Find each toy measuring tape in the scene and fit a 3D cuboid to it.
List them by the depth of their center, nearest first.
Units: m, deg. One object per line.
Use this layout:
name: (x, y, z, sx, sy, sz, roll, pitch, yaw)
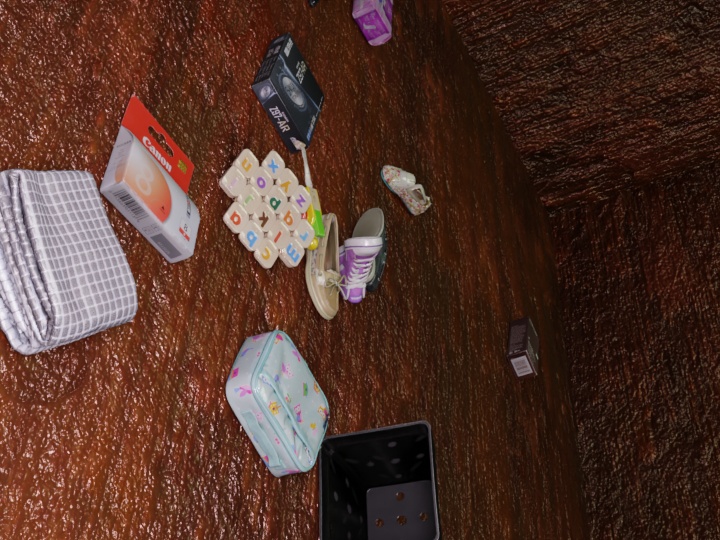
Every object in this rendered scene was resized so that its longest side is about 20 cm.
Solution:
toy measuring tape: (-0.115, -0.133, 1.664, 0.073, 0.072, 0.205, 10, 66, -65)

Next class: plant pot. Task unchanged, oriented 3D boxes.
plant pot: (0.050, 0.395, 1.529, 0.178, 0.196, 0.203, 59, 23, -54)

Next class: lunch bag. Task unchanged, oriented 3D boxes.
lunch bag: (-0.122, 0.208, 1.386, 0.202, 0.076, 0.161, 62, 24, -25)

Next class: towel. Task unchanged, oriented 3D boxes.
towel: (-0.343, -0.021, 1.023, 0.165, 0.084, 0.204, -23, 95, -69)

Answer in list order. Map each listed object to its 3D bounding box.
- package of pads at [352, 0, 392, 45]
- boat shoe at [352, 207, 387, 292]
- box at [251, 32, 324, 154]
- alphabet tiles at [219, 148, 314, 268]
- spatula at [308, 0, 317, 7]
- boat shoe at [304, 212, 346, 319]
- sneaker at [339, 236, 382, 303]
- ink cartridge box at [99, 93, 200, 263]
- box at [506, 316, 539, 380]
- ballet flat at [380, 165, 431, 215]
package of pads: (0.035, -0.713, 2.432, 0.121, 0.074, 0.203, 50, 31, -40)
boat shoe: (0.026, -0.041, 1.925, 0.066, 0.073, 0.202, 53, 30, -43)
box: (-0.140, -0.355, 1.799, 0.162, 0.043, 0.202, 59, 26, -31)
alphabet tiles: (-0.157, -0.105, 1.546, 0.201, 0.014, 0.197, 51, 43, -24)
spatula: (-0.094, -0.656, 2.155, 0.057, 0.020, 0.201, 58, 27, -20)
boat shoe: (-0.065, -0.010, 1.700, 0.073, 0.062, 0.205, 23, 53, -62)
sneaker: (0.001, 0.000, 1.734, 0.200, 0.071, 0.117, 144, -58, -74)
ink cartridge box: (-0.284, -0.137, 1.295, 0.163, 0.049, 0.203, 52, 33, -41)
box: (0.521, 0.247, 2.888, 0.101, 0.074, 0.201, 62, 23, -23)
ballet flat: (0.120, -0.211, 2.285, 0.200, 0.063, 0.077, 42, 38, -51)
